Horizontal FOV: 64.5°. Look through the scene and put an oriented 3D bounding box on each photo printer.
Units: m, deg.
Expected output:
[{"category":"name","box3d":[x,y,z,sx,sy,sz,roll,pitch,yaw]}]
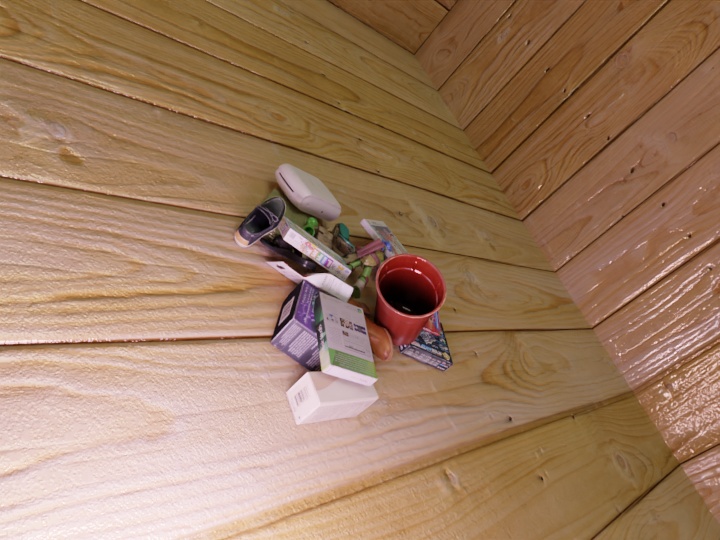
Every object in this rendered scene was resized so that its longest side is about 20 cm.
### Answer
[{"category":"photo printer","box3d":[-0.163,-0.238,1.729,0.198,0.070,0.168,17,31,-56]}]

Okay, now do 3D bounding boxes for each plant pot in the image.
[{"category":"plant pot","box3d":[0.121,0.095,1.596,0.193,0.198,0.206,5,54,-7]}]

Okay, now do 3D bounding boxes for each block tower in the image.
[{"category":"block tower","box3d":[-0.119,-0.044,1.626,0.057,0.054,0.203,31,34,-23]}]

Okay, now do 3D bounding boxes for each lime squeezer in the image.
[{"category":"lime squeezer","box3d":[-0.153,-0.109,1.640,0.037,0.071,0.203,31,34,-14]}]

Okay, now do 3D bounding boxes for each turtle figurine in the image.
[{"category":"turtle figurine","box3d":[0.000,0.000,1.712,0.194,0.196,0.147,-46,115,-40]}]

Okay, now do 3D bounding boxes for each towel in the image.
[{"category":"towel","box3d":[-0.226,-0.144,1.617,0.147,0.036,0.202,39,33,-15]}]

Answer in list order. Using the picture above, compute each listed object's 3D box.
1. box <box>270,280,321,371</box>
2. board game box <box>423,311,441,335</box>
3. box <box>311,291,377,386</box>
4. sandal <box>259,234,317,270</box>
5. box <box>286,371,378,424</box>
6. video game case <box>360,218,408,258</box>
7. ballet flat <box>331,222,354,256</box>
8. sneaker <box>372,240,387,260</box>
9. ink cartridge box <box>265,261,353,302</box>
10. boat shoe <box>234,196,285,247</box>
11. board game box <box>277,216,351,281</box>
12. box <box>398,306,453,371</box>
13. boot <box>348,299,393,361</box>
[{"category":"box","box3d":[-0.101,0.151,1.376,0.198,0.104,0.150,36,31,-19]},{"category":"board game box","box3d":[0.205,0.095,1.790,0.101,0.019,0.206,24,50,-34]},{"category":"box","box3d":[-0.039,0.156,1.315,0.142,0.036,0.204,24,37,-35]},{"category":"sandal","box3d":[-0.181,-0.055,1.475,0.197,0.049,0.075,25,2,35]},{"category":"box","box3d":[-0.061,0.283,1.292,0.197,0.095,0.079,9,46,-49]},{"category":"video game case","box3d":[0.097,-0.082,1.838,0.202,0.023,0.181,53,19,13]},{"category":"ballet flat","box3d":[-0.061,-0.080,1.698,0.067,0.076,0.201,38,12,-19]},{"category":"sneaker","box3d":[0.100,-0.010,1.877,0.202,0.073,0.082,55,1,20]},{"category":"ink cartridge box","box3d":[-0.132,0.013,1.453,0.197,0.159,0.048,35,77,-22]},{"category":"boat shoe","box3d":[-0.254,-0.136,1.497,0.075,0.062,0.201,44,47,-4]},{"category":"board game box","box3d":[-0.122,-0.058,1.493,0.198,0.035,0.135,35,6,-22]},{"category":"box","box3d":[0.189,0.205,1.751,0.197,0.046,0.162,26,37,-34]},{"category":"boot","box3d":[-0.009,0.162,1.520,0.152,0.074,0.201,8,37,-49]}]
